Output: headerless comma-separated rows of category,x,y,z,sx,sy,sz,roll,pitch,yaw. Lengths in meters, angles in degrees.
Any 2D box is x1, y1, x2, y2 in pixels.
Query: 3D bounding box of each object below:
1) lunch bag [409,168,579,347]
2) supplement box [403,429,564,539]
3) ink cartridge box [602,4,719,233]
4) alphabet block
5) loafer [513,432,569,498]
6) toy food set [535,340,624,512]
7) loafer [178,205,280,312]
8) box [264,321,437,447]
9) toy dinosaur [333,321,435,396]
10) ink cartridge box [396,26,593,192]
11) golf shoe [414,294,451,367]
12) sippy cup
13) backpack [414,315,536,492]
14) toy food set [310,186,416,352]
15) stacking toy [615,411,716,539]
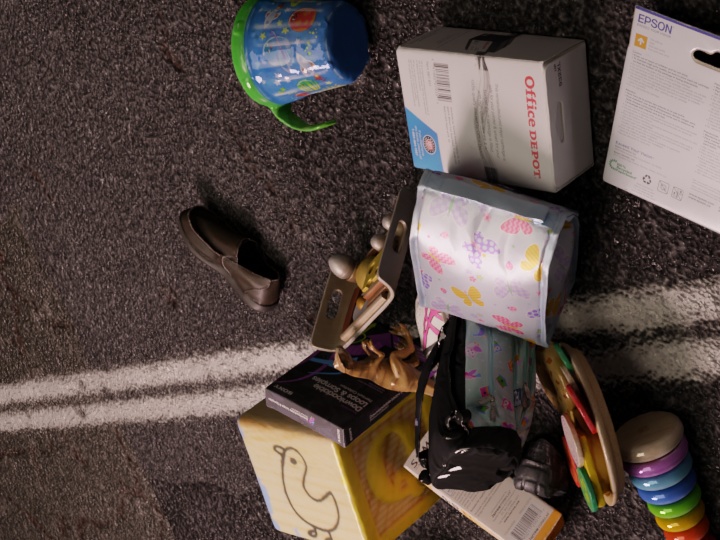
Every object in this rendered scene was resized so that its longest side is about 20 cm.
lunch bag,0.151,-0.028,1.404,0.168,0.128,0.201,17,153,19
supplement box,0.161,0.289,1.643,0.199,0.074,0.126,35,174,18
ink cartridge box,0.342,-0.141,1.246,0.196,0.043,0.202,30,132,32
alphabet block,-0.017,0.251,1.770,0.199,0.196,0.197,2,118,46
loafer,0.224,0.234,1.547,0.067,0.200,0.071,16,86,14
toy food set,0.253,0.175,1.470,0.198,0.048,0.202,-117,11,-87
loafer,-0.182,-0.031,1.865,0.200,0.073,0.072,43,130,10
box,-0.009,0.142,1.681,0.142,0.200,0.036,22,133,35
toy dinosaur,0.056,0.133,1.629,0.198,0.107,0.061,19,146,-9
ink cartridge box,0.147,-0.179,1.392,0.199,0.083,0.146,15,125,41
golf shoe,0.100,0.041,1.600,0.092,0.072,0.202,30,134,33
sippy cup,-0.064,-0.269,1.532,0.129,0.140,0.178,2,142,35
backpack,0.140,0.146,1.498,0.125,0.202,0.167,13,150,-12
toy food set,0.000,0.000,1.616,0.060,0.144,0.200,25,143,-13
stacking toy,0.361,0.267,1.475,0.085,0.085,0.201,-5,115,48
